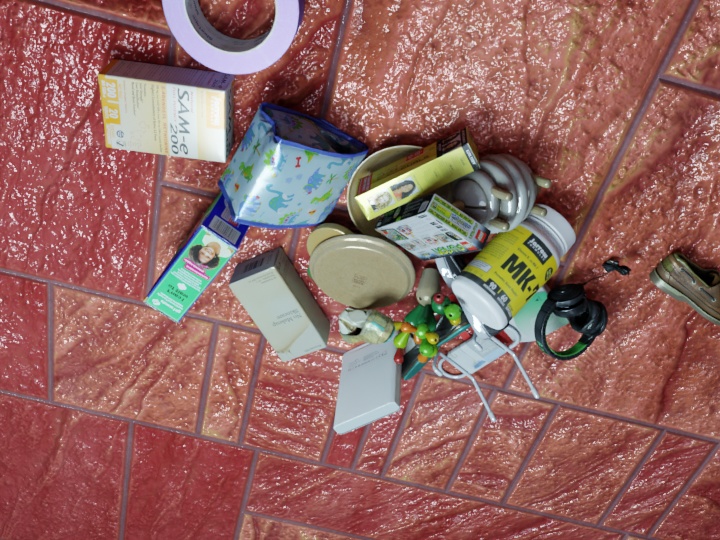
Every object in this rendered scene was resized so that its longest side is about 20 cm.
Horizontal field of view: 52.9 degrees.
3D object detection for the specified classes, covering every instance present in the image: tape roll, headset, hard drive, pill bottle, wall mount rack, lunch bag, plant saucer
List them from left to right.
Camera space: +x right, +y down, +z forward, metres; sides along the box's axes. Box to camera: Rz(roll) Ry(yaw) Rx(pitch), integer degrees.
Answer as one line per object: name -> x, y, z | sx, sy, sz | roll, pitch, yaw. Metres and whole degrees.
tape roll -> -0.184, -0.395, 1.059 | 0.199, 0.066, 0.201 | 3, 125, 4
lunch bag -> -0.103, -0.159, 1.178 | 0.199, 0.128, 0.170 | 9, 130, -37
hard drive -> 0.017, 0.205, 1.362 | 0.132, 0.200, 0.026 | -27, 119, 21
plant saucer -> 0.077, -0.127, 1.233 | 0.199, 0.036, 0.201 | 2, 124, 3
wall mount rack -> 0.241, 0.195, 1.391 | 0.174, 0.075, 0.200 | 38, 131, -14
pill bottle -> 0.256, -0.010, 1.201 | 0.200, 0.114, 0.114 | -46, 115, -11
headset -> 0.393, 0.069, 1.274 | 0.123, 0.094, 0.200 | 36, 86, -26

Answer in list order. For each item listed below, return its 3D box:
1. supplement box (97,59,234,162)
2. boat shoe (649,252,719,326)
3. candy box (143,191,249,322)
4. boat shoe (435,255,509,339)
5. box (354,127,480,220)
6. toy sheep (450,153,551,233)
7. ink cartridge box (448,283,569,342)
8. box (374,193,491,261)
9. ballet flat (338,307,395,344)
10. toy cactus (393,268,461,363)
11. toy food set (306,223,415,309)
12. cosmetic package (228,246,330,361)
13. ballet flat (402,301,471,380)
supplement box -> -0.306, -0.255, 1.158 | 0.199, 0.074, 0.127 | 7, 125, 0
boat shoe -> 0.611, 0.036, 1.272 | 0.199, 0.072, 0.068 | 25, 123, -12
candy box -> -0.269, -0.033, 1.246 | 0.077, 0.169, 0.200 | 35, 120, -13
boat shoe -> 0.198, 0.025, 1.273 | 0.066, 0.070, 0.201 | -27, 89, 27
box -> 0.090, -0.153, 1.150 | 0.199, 0.075, 0.050 | -24, 117, 20
toy sheep -> 0.214, -0.120, 1.153 | 0.199, 0.138, 0.138 | -15, 133, -35
ink cartridge box -> 0.260, 0.079, 1.349 | 0.200, 0.050, 0.161 | -34, 115, 22
box -> 0.109, -0.064, 1.151 | 0.110, 0.035, 0.200 | 31, 166, -16
ballet flat -> -0.004, 0.096, 1.319 | 0.070, 0.200, 0.071 | 1, 88, -23
toy cactus -> 0.109, 0.074, 1.282 | 0.102, 0.166, 0.200 | 14, 151, -12
toy food set -> 0.000, 0.000, 1.295 | 0.199, 0.049, 0.198 | 6, 139, 6
cosmetic package -> -0.148, 0.066, 1.361 | 0.103, 0.073, 0.200 | -22, 118, 18
ballet flat -> 0.132, 0.129, 1.381 | 0.200, 0.068, 0.069 | -46, 69, 30
